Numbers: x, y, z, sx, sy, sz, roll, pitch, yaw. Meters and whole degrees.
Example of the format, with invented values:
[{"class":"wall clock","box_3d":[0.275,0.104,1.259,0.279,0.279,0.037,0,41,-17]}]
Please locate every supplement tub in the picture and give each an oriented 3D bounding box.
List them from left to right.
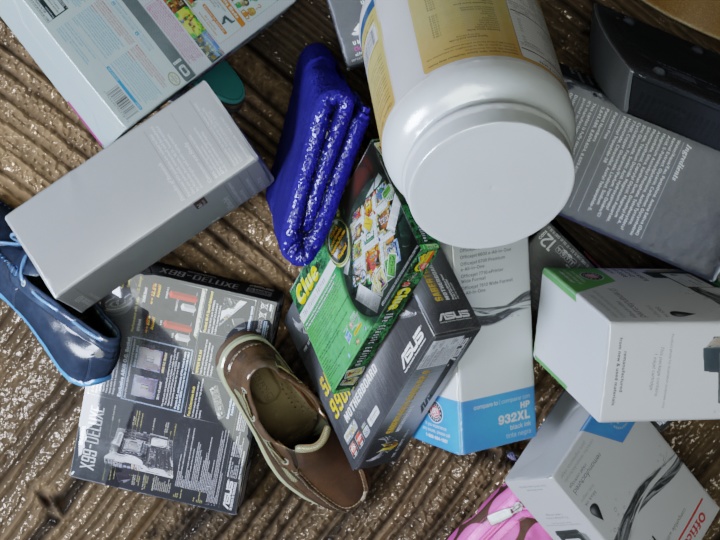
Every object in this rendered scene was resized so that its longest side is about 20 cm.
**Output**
[{"class":"supplement tub","box_3d":[0.079,-0.131,1.302,0.143,0.201,0.146,-5,137,-5]}]

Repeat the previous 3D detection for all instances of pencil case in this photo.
[{"class":"pencil case","box_3d":[0.100,0.260,1.545,0.091,0.094,0.200,44,101,14]}]

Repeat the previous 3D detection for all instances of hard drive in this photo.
[{"class":"hard drive","box_3d":[0.246,-0.151,1.395,0.134,0.200,0.043,21,111,-9]}]

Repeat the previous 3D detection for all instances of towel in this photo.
[{"class":"towel","box_3d":[-0.036,-0.096,1.436,0.049,0.200,0.149,12,106,-10]}]

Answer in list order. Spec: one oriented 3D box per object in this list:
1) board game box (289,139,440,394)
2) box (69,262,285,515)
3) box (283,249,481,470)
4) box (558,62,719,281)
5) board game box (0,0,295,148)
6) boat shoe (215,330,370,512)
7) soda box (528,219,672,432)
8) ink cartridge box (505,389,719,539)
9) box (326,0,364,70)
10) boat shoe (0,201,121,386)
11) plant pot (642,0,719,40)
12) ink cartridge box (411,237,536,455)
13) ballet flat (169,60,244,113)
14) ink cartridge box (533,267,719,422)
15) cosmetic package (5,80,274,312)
[{"class":"board game box","box_3d":[0.000,0.000,1.383,0.023,0.201,0.106,-9,59,-30]},{"class":"box","box_3d":[-0.163,0.102,1.559,0.156,0.050,0.203,12,101,3]},{"class":"box","box_3d":[0.013,0.044,1.443,0.048,0.201,0.159,-10,58,-30]},{"class":"box","box_3d":[0.217,-0.087,1.443,0.198,0.148,0.105,24,102,0]},{"class":"board game box","box_3d":[-0.174,-0.218,1.437,0.200,0.064,0.148,-40,94,-26]},{"class":"boat shoe","box_3d":[-0.052,0.144,1.514,0.075,0.075,0.203,-44,118,-7]},{"class":"soda box","box_3d":[0.207,0.042,1.506,0.200,0.071,0.063,45,99,-5]},{"class":"ink cartridge box","box_3d":[0.228,0.205,1.494,0.200,0.068,0.116,49,59,-17]},{"class":"box","box_3d":[0.012,-0.278,1.436,0.105,0.122,0.202,-16,100,6]},{"class":"boat shoe","box_3d":[-0.265,0.005,1.518,0.200,0.084,0.069,46,128,12]},{"class":"plant pot","box_3d":[0.319,-0.299,1.392,0.185,0.186,0.202,26,89,-1]},{"class":"ink cartridge box","box_3d":[0.072,0.036,1.472,0.083,0.145,0.203,-9,102,-29]},{"class":"ballet flat","box_3d":[-0.188,-0.193,1.503,0.200,0.073,0.073,40,101,-10]},{"class":"ink cartridge box","box_3d":[0.256,0.056,1.386,0.197,0.146,0.085,-1,107,-16]},{"class":"cosmetic package","box_3d":[-0.178,-0.057,1.426,0.199,0.107,0.091,-37,82,0]}]
